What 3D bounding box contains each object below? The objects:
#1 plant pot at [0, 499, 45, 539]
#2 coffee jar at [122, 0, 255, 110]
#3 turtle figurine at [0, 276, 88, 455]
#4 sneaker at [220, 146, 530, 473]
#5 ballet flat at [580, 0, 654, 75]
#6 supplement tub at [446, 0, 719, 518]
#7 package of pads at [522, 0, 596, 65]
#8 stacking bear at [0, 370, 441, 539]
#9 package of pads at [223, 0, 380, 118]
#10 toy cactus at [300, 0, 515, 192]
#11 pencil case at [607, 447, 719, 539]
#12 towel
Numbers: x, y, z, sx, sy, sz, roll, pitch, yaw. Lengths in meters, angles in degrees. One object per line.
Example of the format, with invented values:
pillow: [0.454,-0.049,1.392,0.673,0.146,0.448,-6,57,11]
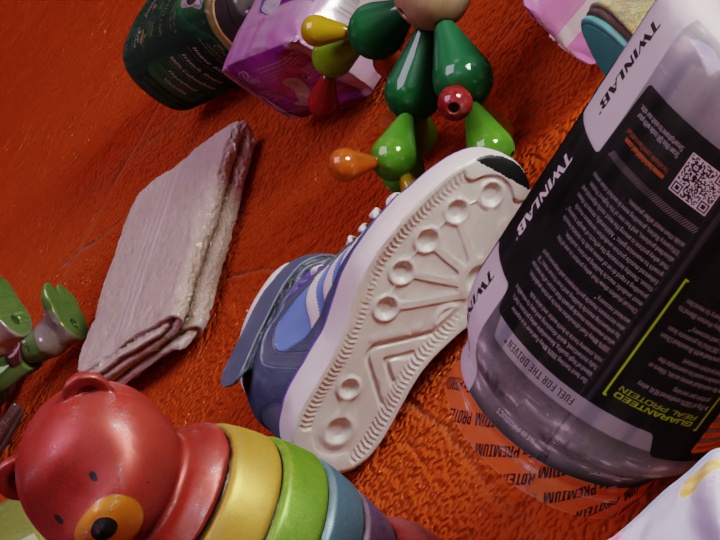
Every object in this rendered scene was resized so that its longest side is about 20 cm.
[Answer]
plant pot: [-0.209,0.218,1.058,0.190,0.200,0.200,-35,29,12]
coffee jar: [-0.095,-0.190,1.427,0.200,0.085,0.105,-13,45,58]
turtle figurine: [-0.316,0.061,1.459,0.194,0.144,0.201,-39,33,25]
sneaker: [0.000,0.000,1.028,0.201,0.080,0.147,-58,28,10]
ballet flat: [0.162,-0.087,0.873,0.071,0.071,0.200,-50,25,12]
supplement tub: [0.122,-0.005,0.741,0.201,0.122,0.123,-58,21,28]
package of pads: [0.154,-0.217,1.018,0.200,0.075,0.121,-50,27,14]
stacking bear: [-0.068,0.120,0.865,0.121,0.200,0.114,-45,27,22]
package of pads: [-0.005,-0.206,1.276,0.120,0.075,0.201,-10,51,59]
toy cactus: [0.025,-0.126,1.081,0.200,0.102,0.166,-134,52,-60]
pencil case: [0.089,0.144,0.691,0.200,0.083,0.091,-37,53,34]
towel: [-0.135,-0.007,1.343,0.132,0.034,0.201,-31,34,40]
